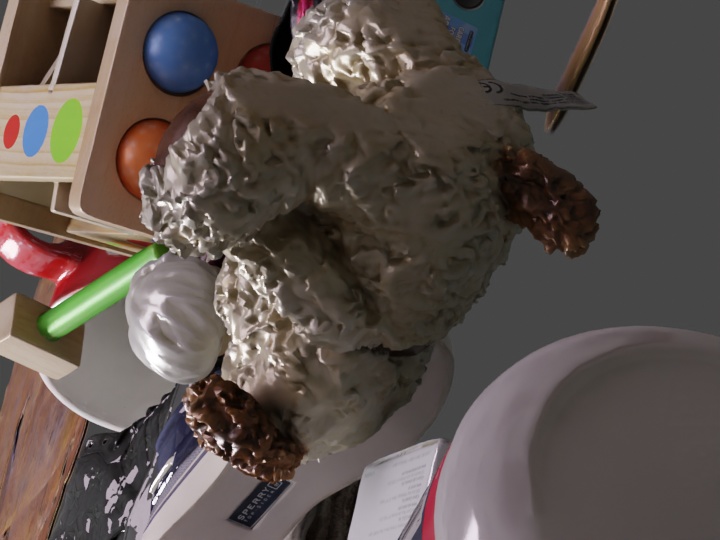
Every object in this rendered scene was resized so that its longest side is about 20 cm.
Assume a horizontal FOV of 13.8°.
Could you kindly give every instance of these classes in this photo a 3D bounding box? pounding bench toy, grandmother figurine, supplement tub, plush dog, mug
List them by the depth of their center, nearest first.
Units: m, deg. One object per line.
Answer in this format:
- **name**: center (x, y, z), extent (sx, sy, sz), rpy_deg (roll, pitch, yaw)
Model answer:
- **supplement tub**: center (0.058, 0.124, 0.781), extent (0.200, 0.140, 0.140), rpy_deg (116, 164, -44)
- **plush dog**: center (0.000, 0.000, 1.203), extent (0.200, 0.160, 0.172), rpy_deg (-46, -17, -55)
- **grandmother figurine**: center (-0.044, -0.010, 1.319), extent (0.200, 0.060, 0.121), rpy_deg (-47, -43, -56)
- **pounding bench toy**: center (-0.113, -0.039, 1.523), extent (0.156, 0.124, 0.200), rpy_deg (5, 80, 58)
- **mug**: center (-0.126, -0.029, 1.824), extent (0.178, 0.133, 0.200), rpy_deg (58, -151, -37)

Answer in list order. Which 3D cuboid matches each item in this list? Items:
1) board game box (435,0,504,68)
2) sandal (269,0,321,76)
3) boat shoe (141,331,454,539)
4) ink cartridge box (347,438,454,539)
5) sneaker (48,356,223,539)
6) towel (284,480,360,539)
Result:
- **board game box**: center (0.037, -0.155, 1.468), extent (0.151, 0.047, 0.200), rpy_deg (158, 126, -75)
- **sandal**: center (-0.023, -0.094, 1.444), extent (0.075, 0.045, 0.200), rpy_deg (-160, 85, -78)
- **boat shoe**: center (-0.034, 0.061, 1.365), extent (0.200, 0.075, 0.093), rpy_deg (-42, 31, 29)
- **ink cartridge box**: center (0.017, 0.170, 1.144), extent (0.109, 0.050, 0.200), rpy_deg (149, 134, -73)
- **sneaker**: center (-0.107, 0.097, 1.543), extent (0.104, 0.060, 0.200), rpy_deg (18, 86, 52)
- **towel**: center (-0.031, 0.135, 1.451), extent (0.133, 0.034, 0.200), rpy_deg (122, 160, -52)
